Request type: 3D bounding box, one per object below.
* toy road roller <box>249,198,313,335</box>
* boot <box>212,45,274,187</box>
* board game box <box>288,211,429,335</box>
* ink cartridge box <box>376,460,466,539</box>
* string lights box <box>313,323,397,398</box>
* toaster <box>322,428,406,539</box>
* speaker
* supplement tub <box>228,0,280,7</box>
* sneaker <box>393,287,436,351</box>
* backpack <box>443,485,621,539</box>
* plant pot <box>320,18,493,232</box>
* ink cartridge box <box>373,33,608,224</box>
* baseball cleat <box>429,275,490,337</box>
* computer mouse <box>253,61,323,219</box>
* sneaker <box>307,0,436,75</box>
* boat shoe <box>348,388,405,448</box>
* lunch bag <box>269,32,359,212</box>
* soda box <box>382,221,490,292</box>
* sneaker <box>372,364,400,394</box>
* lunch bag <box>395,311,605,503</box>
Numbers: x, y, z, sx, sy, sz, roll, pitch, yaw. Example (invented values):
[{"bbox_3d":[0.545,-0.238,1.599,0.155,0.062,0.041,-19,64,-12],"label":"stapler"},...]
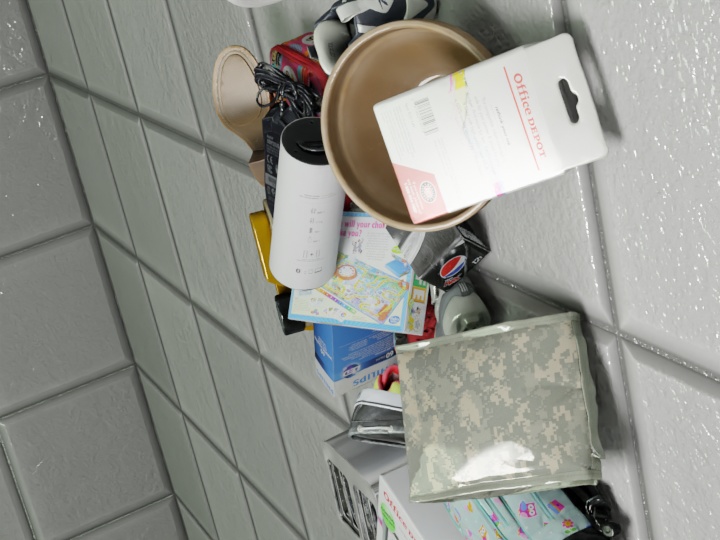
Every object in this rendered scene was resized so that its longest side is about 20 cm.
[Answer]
[{"bbox_3d":[-0.077,-0.017,1.838,0.146,0.121,0.203,-131,27,-74],"label":"toy road roller"},{"bbox_3d":[-0.125,-0.224,1.751,0.156,0.076,0.201,-78,-33,-56],"label":"boot"},{"bbox_3d":[0.000,0.000,1.592,0.199,0.034,0.136,5,86,46],"label":"board game box"},{"bbox_3d":[0.114,0.328,1.631,0.147,0.145,0.202,52,153,38],"label":"ink cartridge box"},{"bbox_3d":[-0.006,0.063,1.752,0.059,0.102,0.202,48,151,40],"label":"string lights box"},{"bbox_3d":[0.045,0.303,1.828,0.181,0.118,0.202,34,140,57],"label":"toaster"},{"bbox_3d":[-0.058,-0.073,1.518,0.081,0.080,0.201,54,151,34],"label":"speaker"},{"bbox_3d":[-0.132,-0.423,1.550,0.202,0.143,0.145,64,159,14],"label":"supplement tub"},{"bbox_3d":[0.071,0.107,1.632,0.095,0.078,0.202,26,133,65],"label":"sneaker"},{"bbox_3d":[0.176,0.266,1.438,0.200,0.125,0.168,51,154,35],"label":"backpack"},{"bbox_3d":[0.068,-0.145,1.315,0.198,0.092,0.204,7,105,26],"label":"plant pot"},{"bbox_3d":[0.124,-0.129,1.201,0.198,0.067,0.118,-17,96,30],"label":"ink cartridge box"},{"bbox_3d":[0.112,0.075,1.539,0.201,0.069,0.107,99,161,-50],"label":"baseball cleat"},{"bbox_3d":[-0.074,-0.140,1.600,0.138,0.052,0.202,35,133,48],"label":"computer mouse"},{"bbox_3d":[-0.003,-0.233,1.420,0.080,0.128,0.199,65,160,12],"label":"sneaker"},{"bbox_3d":[0.081,0.189,1.548,0.197,0.069,0.074,12,152,13],"label":"boat shoe"},{"bbox_3d":[-0.033,-0.176,1.636,0.176,0.081,0.202,35,143,51],"label":"lunch bag"},{"bbox_3d":[0.054,-0.075,1.480,0.063,0.071,0.201,27,-155,-54],"label":"soda box"},{"bbox_3d":[0.045,0.166,1.766,0.200,0.077,0.092,-168,75,-75],"label":"sneaker"},{"bbox_3d":[0.147,0.139,1.338,0.198,0.117,0.166,-13,76,32],"label":"lunch bag"}]
